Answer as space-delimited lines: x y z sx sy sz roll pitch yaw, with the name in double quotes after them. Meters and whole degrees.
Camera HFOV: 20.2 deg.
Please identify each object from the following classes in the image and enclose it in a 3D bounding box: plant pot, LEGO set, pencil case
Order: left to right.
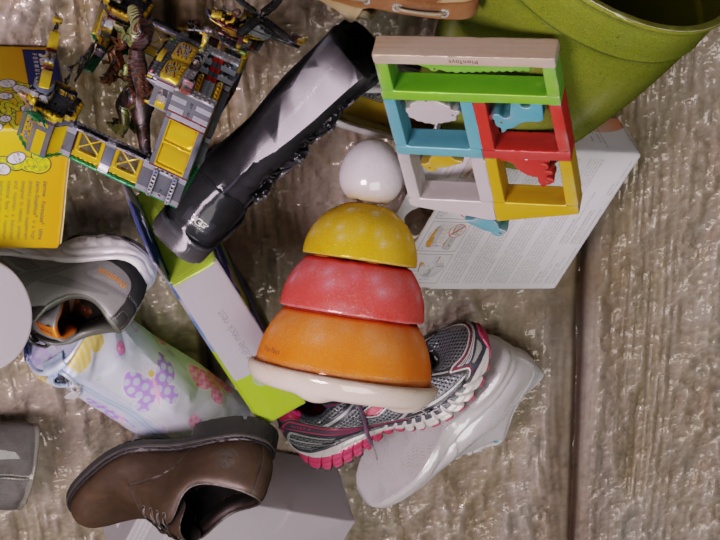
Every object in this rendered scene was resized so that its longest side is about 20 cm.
-0.181 0.094 1.665 0.083 0.091 0.200 -39 129 17 "pencil case"
-0.141 -0.150 1.397 0.154 0.200 0.116 31 133 5 "LEGO set"
0.141 -0.182 1.482 0.200 0.201 0.193 11 137 -24 "plant pot"

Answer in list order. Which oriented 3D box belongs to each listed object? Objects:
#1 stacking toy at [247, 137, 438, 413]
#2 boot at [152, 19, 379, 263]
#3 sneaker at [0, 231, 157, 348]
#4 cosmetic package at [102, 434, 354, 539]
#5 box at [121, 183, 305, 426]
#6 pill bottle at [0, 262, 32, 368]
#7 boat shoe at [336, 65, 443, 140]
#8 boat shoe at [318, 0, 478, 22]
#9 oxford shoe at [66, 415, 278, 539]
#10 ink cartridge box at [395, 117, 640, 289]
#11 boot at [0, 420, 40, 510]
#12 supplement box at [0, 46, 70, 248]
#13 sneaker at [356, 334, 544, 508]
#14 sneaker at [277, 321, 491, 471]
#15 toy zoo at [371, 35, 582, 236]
0.000 0.000 1.525 0.146 0.146 0.201 9 92 -22 "stacking toy"
-0.062 -0.109 1.492 0.066 0.165 0.200 37 110 -12 "boot"
-0.256 0.022 1.568 0.200 0.080 0.074 -8 136 24 "sneaker"
-0.118 0.216 1.788 0.199 0.090 0.107 13 124 -28 "cosmetic package"
-0.116 0.017 1.598 0.048 0.122 0.200 -28 132 0 "box"
-0.329 0.040 1.500 0.111 0.112 0.200 30 157 -34 "pill bottle"
0.057 -0.116 1.563 0.201 0.086 0.075 15 123 -26 "boat shoe"
-0.006 -0.209 1.418 0.199 0.076 0.074 10 125 28 "boat shoe"
-0.160 0.181 1.632 0.200 0.085 0.073 -20 139 29 "oxford shoe"
0.104 -0.054 1.621 0.199 0.050 0.162 3 135 -30 "ink cartridge box"
-0.363 0.137 1.660 0.199 0.073 0.182 7 140 -13 "boot"
-0.316 -0.091 1.461 0.199 0.109 0.110 0 128 -17 "supplement box"
0.085 0.147 1.803 0.200 0.075 0.088 -45 138 19 "sneaker"
0.021 0.101 1.736 0.200 0.081 0.075 -30 128 9 "sneaker"
0.089 -0.093 1.459 0.131 0.021 0.200 3 144 16 "toy zoo"
